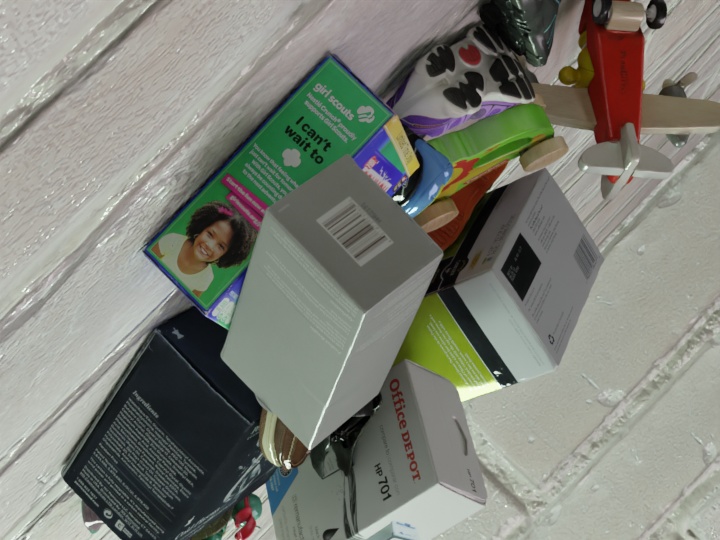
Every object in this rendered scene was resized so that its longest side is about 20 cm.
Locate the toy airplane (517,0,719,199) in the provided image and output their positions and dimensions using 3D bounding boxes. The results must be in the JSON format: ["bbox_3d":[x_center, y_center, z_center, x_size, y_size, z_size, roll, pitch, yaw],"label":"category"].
[{"bbox_3d":[0.246,-0.167,1.732,0.199,0.200,0.141,-45,-175,-19],"label":"toy airplane"}]

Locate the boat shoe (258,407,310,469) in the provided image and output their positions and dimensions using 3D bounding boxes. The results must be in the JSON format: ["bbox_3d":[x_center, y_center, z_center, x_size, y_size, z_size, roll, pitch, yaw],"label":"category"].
[{"bbox_3d":[-0.024,0.086,1.378,0.075,0.075,0.203,-36,149,-51],"label":"boat shoe"}]

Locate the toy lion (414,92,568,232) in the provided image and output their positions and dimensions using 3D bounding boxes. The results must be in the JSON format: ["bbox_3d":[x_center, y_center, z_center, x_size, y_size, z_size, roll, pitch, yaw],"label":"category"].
[{"bbox_3d":[0.076,-0.095,1.589,0.199,0.069,0.191,-29,171,18],"label":"toy lion"}]

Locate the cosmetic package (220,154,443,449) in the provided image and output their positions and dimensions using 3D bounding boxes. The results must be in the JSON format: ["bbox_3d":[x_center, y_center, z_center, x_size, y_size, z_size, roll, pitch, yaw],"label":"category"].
[{"bbox_3d":[-0.025,0.027,1.232,0.090,0.107,0.200,-37,164,-29],"label":"cosmetic package"}]

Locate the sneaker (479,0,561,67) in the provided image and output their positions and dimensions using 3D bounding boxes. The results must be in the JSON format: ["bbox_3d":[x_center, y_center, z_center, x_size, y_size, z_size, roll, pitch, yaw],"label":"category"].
[{"bbox_3d":[0.147,-0.230,1.436,0.079,0.075,0.200,-48,170,-4],"label":"sneaker"}]

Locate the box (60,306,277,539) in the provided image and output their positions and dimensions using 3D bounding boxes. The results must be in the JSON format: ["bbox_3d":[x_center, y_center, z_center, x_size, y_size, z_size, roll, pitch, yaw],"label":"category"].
[{"bbox_3d":[-0.129,0.124,1.532,0.200,0.124,0.197,-31,159,-55],"label":"box"}]

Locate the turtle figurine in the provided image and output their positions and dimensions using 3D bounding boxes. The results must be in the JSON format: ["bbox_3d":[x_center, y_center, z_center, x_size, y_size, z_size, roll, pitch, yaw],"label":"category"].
[{"bbox_3d":[-0.164,0.245,1.647,0.150,0.198,0.101,-97,180,-54],"label":"turtle figurine"}]

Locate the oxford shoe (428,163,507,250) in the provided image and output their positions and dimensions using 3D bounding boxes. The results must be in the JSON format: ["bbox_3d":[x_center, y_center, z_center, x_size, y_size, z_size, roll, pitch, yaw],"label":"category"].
[{"bbox_3d":[0.083,-0.062,1.815,0.200,0.071,0.073,-44,174,-15],"label":"oxford shoe"}]

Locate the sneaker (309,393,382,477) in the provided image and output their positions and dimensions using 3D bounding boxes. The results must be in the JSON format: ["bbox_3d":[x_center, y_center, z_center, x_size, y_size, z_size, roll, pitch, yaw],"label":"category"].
[{"bbox_3d":[-0.007,0.094,1.610,0.060,0.105,0.200,-1,138,-34],"label":"sneaker"}]

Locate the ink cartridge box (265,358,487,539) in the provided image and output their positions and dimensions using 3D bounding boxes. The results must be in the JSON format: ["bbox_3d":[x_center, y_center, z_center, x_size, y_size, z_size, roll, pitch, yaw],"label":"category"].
[{"bbox_3d":[0.010,0.203,1.691,0.200,0.147,0.086,-36,139,26],"label":"ink cartridge box"}]

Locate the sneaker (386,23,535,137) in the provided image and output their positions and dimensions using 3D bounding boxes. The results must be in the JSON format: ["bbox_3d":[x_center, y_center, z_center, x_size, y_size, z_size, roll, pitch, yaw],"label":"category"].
[{"bbox_3d":[0.081,-0.159,1.500,0.083,0.081,0.199,-33,172,34],"label":"sneaker"}]

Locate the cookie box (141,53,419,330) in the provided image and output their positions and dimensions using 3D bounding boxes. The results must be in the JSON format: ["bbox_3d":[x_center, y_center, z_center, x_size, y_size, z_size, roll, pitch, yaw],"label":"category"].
[{"bbox_3d":[-0.054,-0.049,1.311,0.200,0.075,0.171,-47,168,-1],"label":"cookie box"}]

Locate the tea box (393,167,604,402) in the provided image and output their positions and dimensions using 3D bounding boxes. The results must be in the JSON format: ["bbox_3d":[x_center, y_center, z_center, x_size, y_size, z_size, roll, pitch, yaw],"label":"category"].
[{"bbox_3d":[0.124,0.024,1.823,0.196,0.134,0.200,-21,-157,36],"label":"tea box"}]

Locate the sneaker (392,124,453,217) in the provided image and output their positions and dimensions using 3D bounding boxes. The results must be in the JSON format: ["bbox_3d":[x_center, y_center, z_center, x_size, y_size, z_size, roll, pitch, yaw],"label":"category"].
[{"bbox_3d":[-0.001,-0.065,1.474,0.199,0.083,0.071,-35,-173,47],"label":"sneaker"}]
